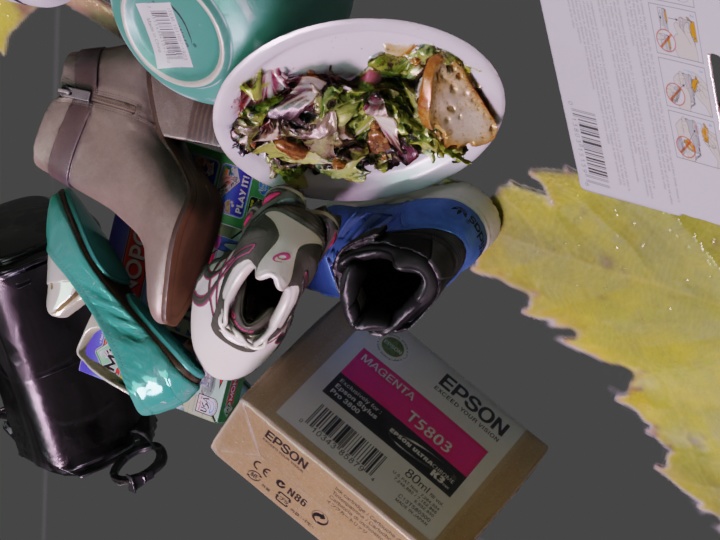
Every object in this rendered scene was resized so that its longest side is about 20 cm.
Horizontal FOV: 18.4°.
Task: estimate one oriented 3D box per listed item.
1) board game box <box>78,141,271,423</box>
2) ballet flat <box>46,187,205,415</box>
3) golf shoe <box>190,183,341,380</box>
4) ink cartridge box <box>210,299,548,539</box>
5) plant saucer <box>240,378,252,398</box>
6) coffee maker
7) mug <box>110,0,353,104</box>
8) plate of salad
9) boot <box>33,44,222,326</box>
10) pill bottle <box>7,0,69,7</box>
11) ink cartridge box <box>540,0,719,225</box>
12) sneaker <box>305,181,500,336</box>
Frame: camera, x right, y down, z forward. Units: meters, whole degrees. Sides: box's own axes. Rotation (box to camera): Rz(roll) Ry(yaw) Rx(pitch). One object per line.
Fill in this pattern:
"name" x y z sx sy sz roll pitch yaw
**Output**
"board game box" -0.135 0.002 1.713 0.134 0.029 0.200 18 100 26
"ballet flat" -0.198 0.028 1.686 0.200 0.070 0.067 53 -174 18
"golf shoe" -0.084 0.024 1.592 0.077 0.088 0.200 27 136 -2
"ink cartridge box" 0.016 0.133 1.670 0.200 0.165 0.075 39 136 6
"plant saucer" -0.043 0.158 1.808 0.200 0.019 0.070 46 180 10
"coffee maker" -0.241 0.054 1.835 0.192 0.135 0.200 10 127 37
"mug" -0.085 -0.181 1.536 0.185 0.114 0.152 39 138 8
"plate of salad" 0.000 -0.099 1.514 0.200 0.048 0.200 -3 147 -2
"boot" -0.177 -0.070 1.669 0.146 0.200 0.070 13 171 17
"pill bottle" -0.254 -0.252 1.616 0.200 0.111 0.112 14 130 29
"ink cartridge box" 0.192 -0.127 1.382 0.173 0.044 0.200 19 134 45
"sneaker" -0.001 -0.001 1.616 0.200 0.111 0.077 -10 116 43
